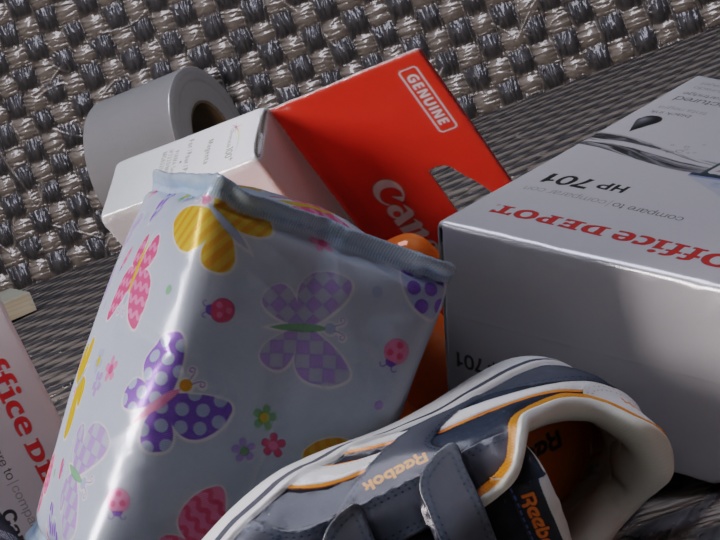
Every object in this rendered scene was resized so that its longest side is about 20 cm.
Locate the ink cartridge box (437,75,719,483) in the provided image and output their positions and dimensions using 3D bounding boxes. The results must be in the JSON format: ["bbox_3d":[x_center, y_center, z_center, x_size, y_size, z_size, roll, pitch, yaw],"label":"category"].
[{"bbox_3d":[0.148,-0.003,0.975,0.146,0.086,0.200,14,28,36],"label":"ink cartridge box"}]

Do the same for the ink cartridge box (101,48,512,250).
[{"bbox_3d":[0.000,0.000,1.164,0.173,0.200,0.044,-19,39,26],"label":"ink cartridge box"}]

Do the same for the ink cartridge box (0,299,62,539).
[{"bbox_3d":[-0.235,0.118,1.128,0.200,0.145,0.084,-26,-3,-29],"label":"ink cartridge box"}]

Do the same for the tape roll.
[{"bbox_3d":[-0.246,-0.148,3.062,0.139,0.203,0.203,-19,8,26],"label":"tape roll"}]

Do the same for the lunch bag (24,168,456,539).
[{"bbox_3d":[-0.053,0.051,0.939,0.127,0.170,0.200,20,-3,-16],"label":"lunch bag"}]

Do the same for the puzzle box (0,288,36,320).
[{"bbox_3d":[-0.474,0.060,2.906,0.133,0.025,0.200,-24,7,-13],"label":"puzzle box"}]

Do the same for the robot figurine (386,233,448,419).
[{"bbox_3d":[-0.035,0.058,1.079,0.200,0.144,0.117,-29,-14,25],"label":"robot figurine"}]

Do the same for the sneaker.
[{"bbox_3d":[0.022,0.094,0.821,0.200,0.079,0.079,-34,26,-24],"label":"sneaker"}]

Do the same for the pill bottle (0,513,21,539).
[{"bbox_3d":[-0.220,0.102,0.996,0.106,0.106,0.200,-25,50,-26],"label":"pill bottle"}]
